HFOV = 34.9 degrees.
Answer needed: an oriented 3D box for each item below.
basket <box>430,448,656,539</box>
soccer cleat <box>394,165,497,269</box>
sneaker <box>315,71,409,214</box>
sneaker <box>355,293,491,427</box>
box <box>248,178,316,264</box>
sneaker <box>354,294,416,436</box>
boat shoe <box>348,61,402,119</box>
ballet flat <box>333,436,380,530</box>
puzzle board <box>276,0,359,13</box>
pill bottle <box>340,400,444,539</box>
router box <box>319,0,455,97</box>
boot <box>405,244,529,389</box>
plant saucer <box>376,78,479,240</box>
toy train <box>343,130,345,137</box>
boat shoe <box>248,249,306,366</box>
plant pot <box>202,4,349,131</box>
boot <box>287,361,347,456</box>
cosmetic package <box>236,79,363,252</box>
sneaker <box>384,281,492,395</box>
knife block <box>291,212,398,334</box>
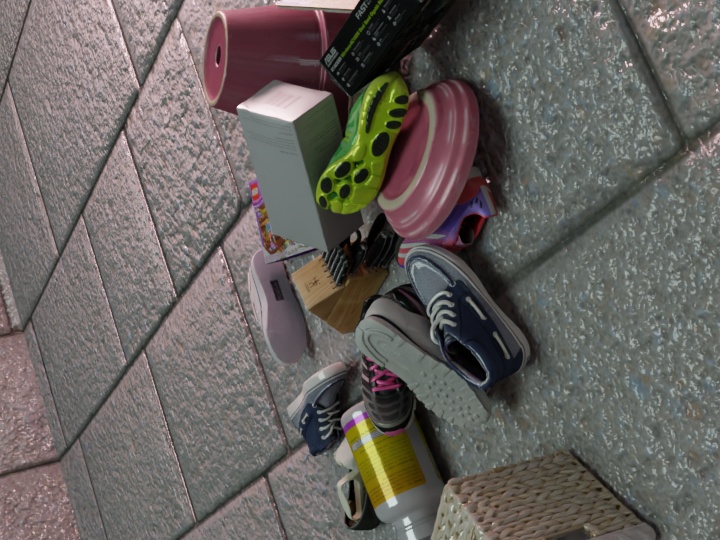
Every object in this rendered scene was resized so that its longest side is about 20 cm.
[{"bbox_3d":[0.190,0.338,1.287,0.161,0.196,0.202,47,137,47],"label":"basket"},{"bbox_3d":[0.104,-0.046,1.432,0.074,0.068,0.200,61,142,21],"label":"soccer cleat"},{"bbox_3d":[0.009,-0.156,1.416,0.201,0.073,0.084,-60,7,27],"label":"sneaker"},{"bbox_3d":[0.088,0.108,1.402,0.200,0.081,0.076,43,127,-2],"label":"sneaker"},{"bbox_3d":[-0.105,-0.093,1.783,0.199,0.039,0.139,-14,88,59],"label":"box"},{"bbox_3d":[0.029,0.119,1.533,0.088,0.073,0.202,63,-159,-60],"label":"sneaker"},{"bbox_3d":[0.019,-0.254,1.498,0.071,0.061,0.204,2,84,18],"label":"boat shoe"},{"bbox_3d":[-0.002,0.298,1.706,0.068,0.068,0.203,15,112,56],"label":"ballet flat"},{"bbox_3d":[-0.004,-0.373,1.448,0.199,0.151,0.017,21,151,55],"label":"puzzle board"},{"bbox_3d":[0.052,0.276,1.576,0.104,0.103,0.202,-50,57,52],"label":"pill bottle"},{"bbox_3d":[0.052,-0.310,1.345,0.062,0.150,0.200,48,144,2],"label":"router box"},{"bbox_3d":[0.110,0.051,1.362,0.200,0.090,0.073,44,126,19],"label":"boot"},{"bbox_3d":[0.073,-0.140,1.392,0.201,0.050,0.202,-47,34,47],"label":"plant saucer"},{"bbox_3d":[-0.017,-0.186,1.619,0.046,0.034,0.202,-126,39,-52],"label":"toy train"},{"bbox_3d":[-0.139,0.066,1.871,0.065,0.073,0.202,129,133,-57],"label":"boat shoe"},{"bbox_3d":[-0.117,-0.281,1.573,0.200,0.177,0.203,-179,90,-67],"label":"plant pot"},{"bbox_3d":[-0.051,0.216,1.774,0.091,0.072,0.200,60,153,16],"label":"boot"},{"bbox_3d":[-0.077,-0.134,1.494,0.112,0.081,0.202,20,138,38],"label":"cosmetic package"},{"bbox_3d":[0.090,0.100,1.478,0.201,0.086,0.081,56,144,32],"label":"sneaker"},{"bbox_3d":[0.000,0.000,1.635,0.064,0.174,0.200,63,-170,26],"label":"knife block"}]
